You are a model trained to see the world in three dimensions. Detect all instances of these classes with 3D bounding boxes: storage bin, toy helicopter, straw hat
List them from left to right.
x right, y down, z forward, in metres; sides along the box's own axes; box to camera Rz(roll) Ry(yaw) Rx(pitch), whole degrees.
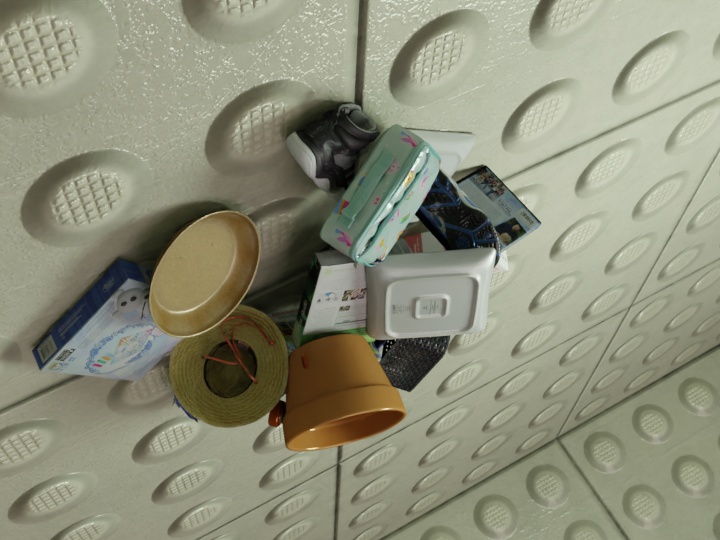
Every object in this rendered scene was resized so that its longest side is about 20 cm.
[{"bbox_3d":[-0.209,0.163,1.456,0.200,0.202,0.085,-23,164,-20],"label":"straw hat"},{"bbox_3d":[-0.090,0.198,1.610,0.200,0.078,0.134,-43,146,-69],"label":"toy helicopter"},{"bbox_3d":[0.090,0.120,1.668,0.093,0.136,0.200,18,145,-10],"label":"storage bin"}]

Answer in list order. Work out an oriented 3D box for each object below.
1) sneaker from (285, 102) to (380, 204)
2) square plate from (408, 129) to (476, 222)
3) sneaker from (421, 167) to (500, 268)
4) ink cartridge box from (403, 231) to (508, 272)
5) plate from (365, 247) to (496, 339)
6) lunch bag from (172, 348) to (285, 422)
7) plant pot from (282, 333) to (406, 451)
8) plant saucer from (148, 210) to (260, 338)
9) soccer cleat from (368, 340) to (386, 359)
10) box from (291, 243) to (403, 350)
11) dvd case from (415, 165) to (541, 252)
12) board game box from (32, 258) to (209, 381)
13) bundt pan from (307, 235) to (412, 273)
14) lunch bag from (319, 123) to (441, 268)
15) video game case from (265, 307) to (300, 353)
[{"bbox_3d":[-0.018,-0.160,1.263,0.114,0.076,0.200,-39,154,6],"label":"sneaker"},{"bbox_3d":[0.075,-0.140,1.451,0.197,0.029,0.201,-6,141,-44],"label":"square plate"},{"bbox_3d":[0.150,-0.087,1.392,0.075,0.201,0.077,-32,-167,13],"label":"sneaker"},{"bbox_3d":[0.188,-0.033,1.612,0.198,0.068,0.116,-13,161,24],"label":"ink cartridge box"},{"bbox_3d":[0.108,0.047,1.415,0.198,0.033,0.201,-4,140,-2],"label":"plate"},{"bbox_3d":[-0.230,0.190,1.567,0.198,0.076,0.161,-17,153,-5],"label":"lunch bag"},{"bbox_3d":[-0.040,0.193,1.459,0.198,0.141,0.200,-15,159,-6],"label":"plant pot"},{"bbox_3d":[-0.226,-0.001,1.284,0.200,0.035,0.202,-36,143,-33],"label":"plant saucer"},{"bbox_3d":[0.034,0.093,1.614,0.201,0.083,0.065,-62,143,-47],"label":"soccer cleat"},{"bbox_3d":[-0.023,0.045,1.433,0.143,0.036,0.201,-6,136,-25],"label":"box"},{"bbox_3d":[0.193,-0.088,1.493,0.199,0.143,0.018,-31,162,-38],"label":"dvd case"},{"bbox_3d":[-0.339,0.080,1.332,0.200,0.044,0.199,-43,151,15],"label":"board game box"},{"bbox_3d":[0.000,0.000,1.514,0.200,0.076,0.202,-15,152,-8],"label":"bundt pan"},{"bbox_3d":[0.030,-0.098,1.270,0.201,0.077,0.160,-58,168,3],"label":"lunch bag"},{"bbox_3d":[-0.119,0.115,1.578,0.180,0.023,0.200,-10,155,11],"label":"video game case"}]
